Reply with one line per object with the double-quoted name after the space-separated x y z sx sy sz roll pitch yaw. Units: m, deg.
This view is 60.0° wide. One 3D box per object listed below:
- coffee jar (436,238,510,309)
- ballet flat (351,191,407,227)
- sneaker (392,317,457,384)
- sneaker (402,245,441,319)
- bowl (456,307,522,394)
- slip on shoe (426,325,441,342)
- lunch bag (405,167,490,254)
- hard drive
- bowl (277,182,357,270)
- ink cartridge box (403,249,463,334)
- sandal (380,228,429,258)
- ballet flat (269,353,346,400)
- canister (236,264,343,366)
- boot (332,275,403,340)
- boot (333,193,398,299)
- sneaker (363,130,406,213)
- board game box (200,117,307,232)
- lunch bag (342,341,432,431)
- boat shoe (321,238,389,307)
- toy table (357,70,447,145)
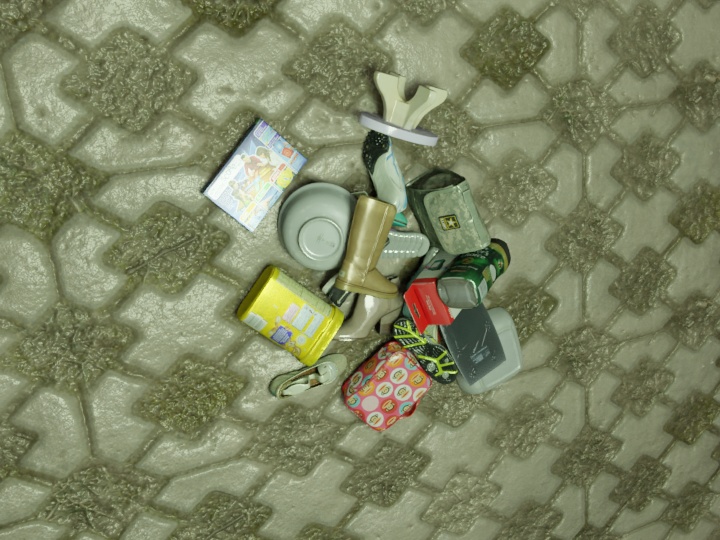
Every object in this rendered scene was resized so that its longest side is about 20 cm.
0.259 0.002 1.399 0.200 0.103 0.086 -42 120 -44 "coffee jar"
0.025 -0.144 1.427 0.198 0.067 0.071 5 87 -25 "ballet flat"
0.161 0.184 1.490 0.075 0.076 0.200 -40 94 15 "sneaker"
0.146 0.023 1.512 0.074 0.081 0.202 41 60 -39 "sneaker"
0.339 0.217 1.629 0.198 0.075 0.202 -24 110 -18 "bowl"
0.174 0.126 1.551 0.061 0.073 0.203 0 94 -66 "slip on shoe"
0.203 -0.134 1.428 0.117 0.200 0.165 -32 112 -14 "lunch bag"
0.267 0.166 1.527 0.134 0.042 0.201 -32 106 -16 "hard drive"
-0.084 -0.080 1.343 0.198 0.091 0.203 0 112 -1 "bowl"
0.189 0.046 1.444 0.200 0.067 0.117 -46 119 -41 "ink cartridge box"
0.061 -0.070 1.465 0.200 0.050 0.083 10 117 -9 "sandal"
-0.113 0.255 1.454 0.198 0.062 0.068 -21 109 -18 "ballet flat"
-0.156 0.099 1.391 0.199 0.086 0.149 37 86 -23 "canister"
0.012 0.082 1.465 0.198 0.070 0.148 -6 106 -31 "boot"
0.040 -0.046 1.336 0.174 0.066 0.202 10 101 -41 "boot"
0.058 -0.225 1.411 0.071 0.072 0.202 -16 82 24 "sneaker"
-0.224 -0.202 1.325 0.135 0.034 0.201 40 85 -24 "board game box"
0.073 0.289 1.510 0.200 0.082 0.176 -43 113 7 "lunch bag"
0.000 0.000 1.412 0.200 0.074 0.060 -43 83 7 "boat shoe"
0.098 -0.356 1.363 0.198 0.184 0.118 -1 119 -41 "toy table"
